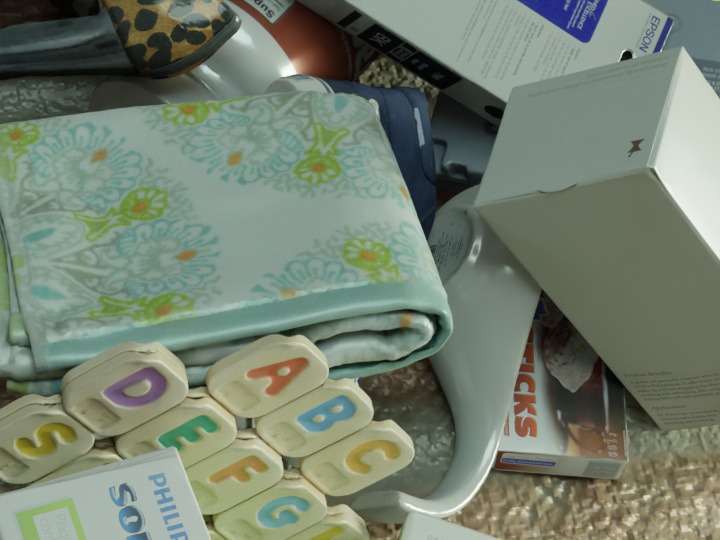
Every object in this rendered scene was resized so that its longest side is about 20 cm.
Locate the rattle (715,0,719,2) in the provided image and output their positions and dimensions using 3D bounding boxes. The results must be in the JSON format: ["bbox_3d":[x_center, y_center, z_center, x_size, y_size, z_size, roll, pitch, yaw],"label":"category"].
[{"bbox_3d":[0.218,-0.162,1.192,0.130,0.200,0.143,17,52,-19],"label":"rattle"}]

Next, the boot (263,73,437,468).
[{"bbox_3d":[0.000,0.000,1.096,0.090,0.073,0.201,-1,91,-36],"label":"boot"}]

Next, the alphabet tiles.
[{"bbox_3d":[-0.082,0.101,0.956,0.195,0.200,0.015,-28,48,15],"label":"alphabet tiles"}]

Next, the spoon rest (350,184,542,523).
[{"bbox_3d":[0.051,0.043,1.106,0.061,0.099,0.201,32,63,-31],"label":"spoon rest"}]

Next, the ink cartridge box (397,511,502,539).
[{"bbox_3d":[0.093,0.219,0.997,0.199,0.085,0.146,18,56,0],"label":"ink cartridge box"}]

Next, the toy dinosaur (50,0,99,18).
[{"bbox_3d":[-0.125,-0.203,1.221,0.077,0.103,0.200,5,32,37],"label":"toy dinosaur"}]

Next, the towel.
[{"bbox_3d":[-0.072,-0.016,0.968,0.199,0.048,0.172,-6,43,-11],"label":"towel"}]

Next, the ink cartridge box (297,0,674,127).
[{"bbox_3d":[0.065,-0.142,1.135,0.200,0.039,0.100,31,70,-14],"label":"ink cartridge box"}]

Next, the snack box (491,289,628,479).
[{"bbox_3d":[0.104,0.018,1.161,0.072,0.024,0.201,5,57,-7],"label":"snack box"}]

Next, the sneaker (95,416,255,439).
[{"bbox_3d":[-0.101,0.031,1.050,0.115,0.074,0.201,0,81,-10],"label":"sneaker"}]

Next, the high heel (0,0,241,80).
[{"bbox_3d":[-0.117,-0.189,1.097,0.142,0.071,0.201,-1,70,20],"label":"high heel"}]

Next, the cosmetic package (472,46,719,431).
[{"bbox_3d":[0.159,-0.010,1.081,0.200,0.107,0.085,50,47,-35],"label":"cosmetic package"}]

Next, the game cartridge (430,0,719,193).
[{"bbox_3d":[0.144,-0.093,1.169,0.199,0.040,0.134,11,71,16],"label":"game cartridge"}]

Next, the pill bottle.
[{"bbox_3d":[-0.055,-0.129,1.164,0.112,0.112,0.200,34,58,9],"label":"pill bottle"}]

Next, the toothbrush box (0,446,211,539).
[{"bbox_3d":[-0.103,0.190,0.900,0.086,0.200,0.146,-13,63,-21],"label":"toothbrush box"}]
